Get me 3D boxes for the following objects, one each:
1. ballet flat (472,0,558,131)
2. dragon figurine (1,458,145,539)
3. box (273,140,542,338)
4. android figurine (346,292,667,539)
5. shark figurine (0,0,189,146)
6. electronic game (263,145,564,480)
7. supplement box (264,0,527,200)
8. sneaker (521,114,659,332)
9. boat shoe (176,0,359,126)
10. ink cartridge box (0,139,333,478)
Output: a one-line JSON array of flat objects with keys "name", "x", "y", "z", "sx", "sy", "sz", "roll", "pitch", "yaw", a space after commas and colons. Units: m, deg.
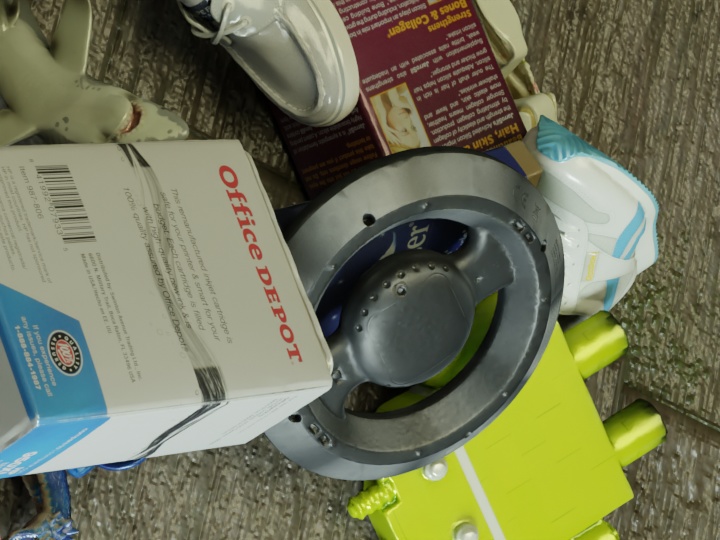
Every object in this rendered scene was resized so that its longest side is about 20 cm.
[{"name": "ballet flat", "x": 0.082, "y": -0.112, "z": 1.685, "sx": 0.076, "sy": 0.064, "sz": 0.200, "roll": -32, "pitch": 100, "yaw": -39}, {"name": "dragon figurine", "x": -0.140, "y": 0.074, "z": 1.472, "sx": 0.099, "sy": 0.059, "sz": 0.200, "roll": 54, "pitch": 54, "yaw": -15}, {"name": "box", "x": 0.000, "y": 0.000, "z": 1.545, "sx": 0.200, "sy": 0.121, "sz": 0.032, "roll": -16, "pitch": 55, "yaw": -28}, {"name": "android figurine", "x": 0.082, "y": 0.109, "z": 1.614, "sx": 0.200, "sy": 0.041, "sz": 0.182, "roll": -29, "pitch": 106, "yaw": -21}, {"name": "shark figurine", "x": -0.168, "y": -0.120, "z": 1.504, "sx": 0.090, "sy": 0.128, "sz": 0.215, "roll": 46, "pitch": 20, "yaw": -58}, {"name": "electronic game", "x": 0.024, "y": 0.025, "z": 1.508, "sx": 0.200, "sy": 0.042, "sz": 0.200, "roll": -15, "pitch": 123, "yaw": -24}, {"name": "supplement box", "x": 0.003, "y": -0.131, "z": 1.614, "sx": 0.110, "sy": 0.086, "sz": 0.200, "roll": -26, "pitch": 95, "yaw": -38}, {"name": "sneaker", "x": 0.125, "y": -0.021, "z": 1.632, "sx": 0.081, "sy": 0.076, "sz": 0.200, "roll": -48, "pitch": 154, "yaw": -10}, {"name": "boat shoe", "x": -0.076, "y": -0.159, "z": 1.529, "sx": 0.069, "sy": 0.072, "sz": 0.200, "roll": -41, "pitch": 105, "yaw": -50}, {"name": "ink cartridge box", "x": -0.128, "y": 0.017, "z": 1.377, "sx": 0.200, "sy": 0.084, "sz": 0.145, "roll": -4, "pitch": 67, "yaw": -46}]
